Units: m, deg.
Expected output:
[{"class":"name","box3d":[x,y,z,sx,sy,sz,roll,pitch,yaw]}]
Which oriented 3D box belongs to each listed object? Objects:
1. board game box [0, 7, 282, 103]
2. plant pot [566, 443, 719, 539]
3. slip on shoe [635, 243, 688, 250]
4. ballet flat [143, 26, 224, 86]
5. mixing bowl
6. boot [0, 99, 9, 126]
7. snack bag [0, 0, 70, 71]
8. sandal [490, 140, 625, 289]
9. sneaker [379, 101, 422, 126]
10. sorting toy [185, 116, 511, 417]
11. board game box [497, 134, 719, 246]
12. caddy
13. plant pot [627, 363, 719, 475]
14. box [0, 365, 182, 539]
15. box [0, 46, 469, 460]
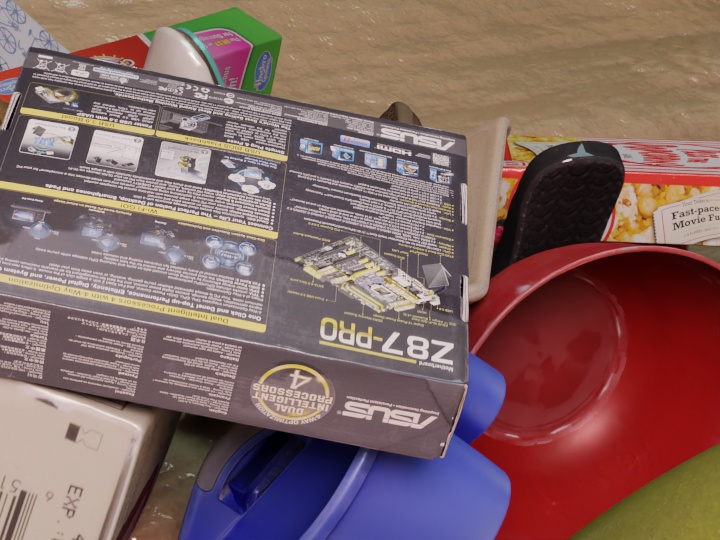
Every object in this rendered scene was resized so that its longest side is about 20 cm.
[{"class":"board game box","box3d":[-0.136,-0.051,0.911,0.040,0.154,0.199,33,37,27]},{"class":"plant pot","box3d":[0.167,0.158,0.735,0.185,0.201,0.188,13,44,-13]},{"class":"slip on shoe","box3d":[0.167,-0.003,1.081,0.073,0.062,0.200,18,31,24]},{"class":"ballet flat","box3d":[-0.097,-0.040,0.876,0.069,0.201,0.070,-1,54,2]},{"class":"mixing bowl","box3d":[0.115,0.065,0.885,0.198,0.202,0.108,6,17,-21]},{"class":"boot","box3d":[-0.150,-0.048,0.755,0.198,0.075,0.074,14,74,-29]},{"class":"snack bag","box3d":[-0.242,-0.129,0.994,0.200,0.021,0.189,40,26,-29]},{"class":"sandal","box3d":[0.099,-0.010,0.939,0.074,0.201,0.045,-3,50,-18]},{"class":"sneaker","box3d":[0.032,-0.028,1.064,0.075,0.070,0.201,31,35,-20]},{"class":"sorting toy","box3d":[0.000,0.000,0.931,0.037,0.184,0.201,57,26,-22]},{"class":"board game box","box3d":[0.172,-0.053,1.061,0.198,0.047,0.152,2,13,2]},{"class":"caddy","box3d":[-0.020,0.099,0.750,0.104,0.200,0.142,28,33,-19]},{"class":"plant pot","box3d":[0.253,0.067,0.979,0.198,0.136,0.201,14,36,-10]},{"class":"box","box3d":[-0.152,0.068,0.728,0.127,0.110,0.200,20,11,-1]},{"class":"box","box3d":[-0.055,-0.013,0.672,0.198,0.049,0.162,11,38,-7]}]
